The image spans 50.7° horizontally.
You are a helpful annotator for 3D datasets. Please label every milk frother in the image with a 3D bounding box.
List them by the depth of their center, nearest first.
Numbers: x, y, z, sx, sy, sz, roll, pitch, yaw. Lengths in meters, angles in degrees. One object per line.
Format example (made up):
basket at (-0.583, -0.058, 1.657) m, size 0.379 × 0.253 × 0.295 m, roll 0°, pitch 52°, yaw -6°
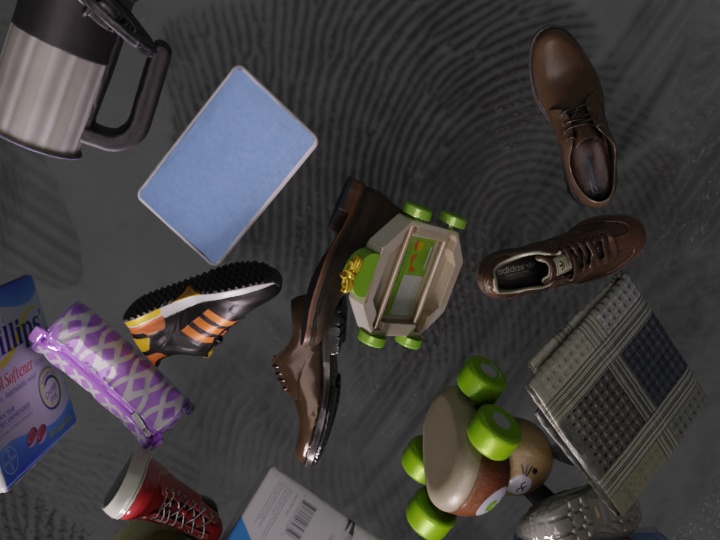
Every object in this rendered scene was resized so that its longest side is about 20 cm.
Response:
milk frother at (-0.300, -0.209, 0.784) m, size 0.177 × 0.200 × 0.191 m, roll 24°, pitch 103°, yaw -5°

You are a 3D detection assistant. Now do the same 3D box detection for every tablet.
tablet at (-0.156, -0.119, 0.884) m, size 0.130 × 0.014 × 0.201 m, roll 41°, pitch 101°, yaw -4°

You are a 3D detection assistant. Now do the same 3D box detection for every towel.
towel at (0.286, 0.136, 0.851) m, size 0.199 × 0.034 × 0.194 m, roll -40°, pitch 99°, yaw -23°

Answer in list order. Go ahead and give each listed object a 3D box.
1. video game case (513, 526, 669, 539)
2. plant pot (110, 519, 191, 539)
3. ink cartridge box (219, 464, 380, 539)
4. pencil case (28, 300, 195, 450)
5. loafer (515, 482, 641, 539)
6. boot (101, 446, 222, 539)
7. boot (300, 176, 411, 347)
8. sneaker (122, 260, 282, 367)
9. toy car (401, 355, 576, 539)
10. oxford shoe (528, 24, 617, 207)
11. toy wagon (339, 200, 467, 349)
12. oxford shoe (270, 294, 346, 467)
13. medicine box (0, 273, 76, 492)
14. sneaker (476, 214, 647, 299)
video game case at (0.270, 0.336, 0.850) m, size 0.177 × 0.200 × 0.047 m, roll -5°, pitch 85°, yaw 5°
plant pot at (-0.267, 0.395, 0.912) m, size 0.195 × 0.184 × 0.205 m, roll 1°, pitch 103°, yaw 5°
ink cartridge box at (-0.069, 0.353, 0.909) m, size 0.198 × 0.084 × 0.146 m, roll 35°, pitch 68°, yaw -3°
pencil case at (-0.297, 0.129, 0.910) m, size 0.199 × 0.086 × 0.084 m, roll 42°, pitch 115°, yaw -3°
loafer at (0.255, 0.279, 0.872) m, size 0.069 × 0.197 × 0.072 m, roll -24°, pitch 66°, yaw 44°
boot at (-0.219, 0.274, 0.883) m, size 0.143 × 0.200 × 0.073 m, roll 36°, pitch 78°, yaw -3°
boot at (0.000, 0.000, 0.834) m, size 0.095 × 0.075 × 0.204 m, roll 21°, pitch 69°, yaw -9°
sneaker at (-0.176, 0.055, 0.902) m, size 0.196 × 0.070 × 0.092 m, roll -16°, pitch 116°, yaw 7°
toy car at (0.171, 0.225, 0.870) m, size 0.197 × 0.159 × 0.166 m, roll 23°, pitch 118°, yaw -15°
oxford shoe at (0.234, -0.165, 0.809) m, size 0.071 × 0.084 × 0.204 m, roll -21°, pitch 98°, yaw 10°
toy wagon at (0.040, 0.004, 0.813) m, size 0.039 × 0.198 × 0.158 m, roll 28°, pitch 103°, yaw 39°
oxford shoe at (-0.064, 0.128, 0.895) m, size 0.082 × 0.073 × 0.205 m, roll 5°, pitch 91°, yaw 5°
medicine box at (-0.435, 0.128, 0.871) m, size 0.101 × 0.182 × 0.205 m, roll -11°, pitch 101°, yaw 6°
sneaker at (0.227, -0.006, 0.846) m, size 0.196 × 0.076 × 0.072 m, roll -19°, pitch 100°, yaw 8°
